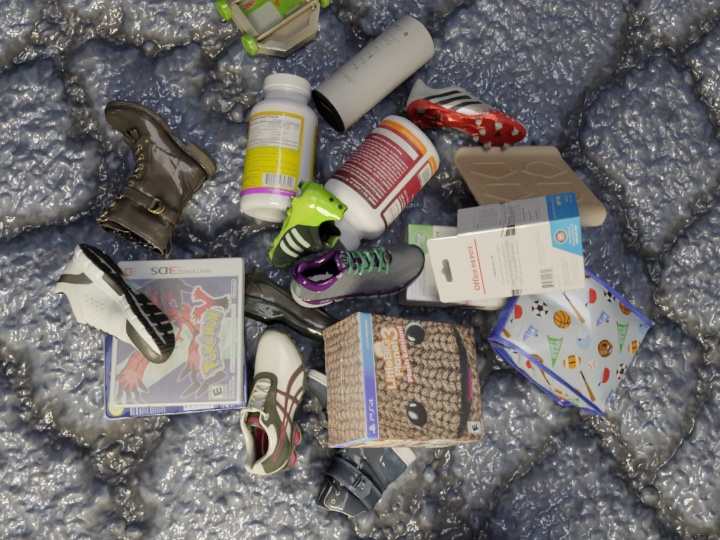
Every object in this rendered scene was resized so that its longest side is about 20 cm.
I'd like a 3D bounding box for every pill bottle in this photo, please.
[{"bbox_3d":[0.017,-0.122,1.008,0.113,0.113,0.200,42,77,0],"label":"pill bottle"},{"bbox_3d":[-0.117,-0.180,1.003,0.102,0.104,0.203,6,80,-7],"label":"pill bottle"}]

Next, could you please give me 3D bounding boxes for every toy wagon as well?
[{"bbox_3d":[-0.151,-0.438,1.072,0.154,0.040,0.201,-37,87,-12],"label":"toy wagon"}]

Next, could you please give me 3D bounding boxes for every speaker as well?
[{"bbox_3d":[0.019,-0.305,1.054,0.200,0.081,0.081,-43,89,-12],"label":"speaker"}]

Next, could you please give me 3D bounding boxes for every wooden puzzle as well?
[{"bbox_3d":[0.251,-0.122,1.040,0.182,0.047,0.201,-2,40,-8],"label":"wooden puzzle"}]

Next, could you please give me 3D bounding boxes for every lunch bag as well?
[{"bbox_3d":[0.296,0.086,1.006,0.199,0.124,0.171,36,76,-17],"label":"lunch bag"}]

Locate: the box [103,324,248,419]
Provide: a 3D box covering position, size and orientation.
[{"bbox_3d":[-0.260,0.143,0.967,0.197,0.032,0.123,-3,81,-8],"label":"box"}]

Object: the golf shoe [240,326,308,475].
[{"bbox_3d":[-0.122,0.179,0.937,0.076,0.088,0.204,-4,85,25],"label":"golf shoe"}]

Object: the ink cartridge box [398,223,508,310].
[{"bbox_3d":[0.160,-0.003,1.033,0.197,0.067,0.119,3,81,-8],"label":"ink cartridge box"}]

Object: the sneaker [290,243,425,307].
[{"bbox_3d":[0.000,0.000,0.937,0.197,0.088,0.075,-16,71,-9],"label":"sneaker"}]

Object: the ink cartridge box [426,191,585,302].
[{"bbox_3d":[0.198,-0.028,0.926,0.197,0.068,0.117,-7,125,15],"label":"ink cartridge box"}]

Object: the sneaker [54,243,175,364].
[{"bbox_3d":[-0.328,0.057,0.909,0.200,0.074,0.080,44,95,15],"label":"sneaker"}]

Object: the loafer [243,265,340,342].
[{"bbox_3d":[-0.084,0.055,0.988,0.197,0.073,0.073,21,75,-5],"label":"loafer"}]

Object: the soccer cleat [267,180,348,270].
[{"bbox_3d":[-0.075,-0.046,0.941,0.080,0.200,0.068,31,58,-3],"label":"soccer cleat"}]

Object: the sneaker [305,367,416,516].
[{"bbox_3d":[-0.036,0.250,0.960,0.202,0.077,0.146,44,75,-1],"label":"sneaker"}]

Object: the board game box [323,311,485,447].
[{"bbox_3d":[0.059,0.155,0.930,0.198,0.097,0.162,8,67,-32],"label":"board game box"}]

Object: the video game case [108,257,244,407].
[{"bbox_3d":[-0.251,0.084,0.939,0.179,0.023,0.203,-2,77,1],"label":"video game case"}]

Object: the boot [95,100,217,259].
[{"bbox_3d":[-0.317,-0.131,0.965,0.199,0.069,0.175,32,64,-4],"label":"boot"}]

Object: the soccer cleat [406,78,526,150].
[{"bbox_3d":[0.169,-0.251,1.074,0.197,0.069,0.086,10,61,-5],"label":"soccer cleat"}]
